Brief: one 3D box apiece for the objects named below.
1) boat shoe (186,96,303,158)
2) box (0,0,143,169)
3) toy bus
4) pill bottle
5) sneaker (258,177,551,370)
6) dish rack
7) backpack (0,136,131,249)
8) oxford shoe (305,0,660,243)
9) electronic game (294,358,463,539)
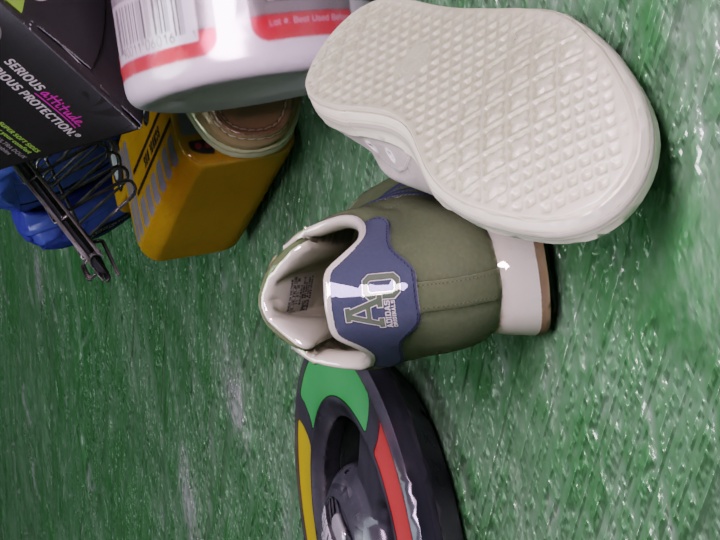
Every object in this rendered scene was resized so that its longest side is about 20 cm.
[{"bbox_3d":[-0.064,-0.155,1.021,0.066,0.073,0.202,150,110,-79],"label":"boat shoe"},{"bbox_3d":[-0.205,-0.130,0.971,0.124,0.198,0.150,43,-138,-50],"label":"box"},{"bbox_3d":[-0.089,-0.062,1.177,0.200,0.064,0.079,128,130,-68],"label":"toy bus"},{"bbox_3d":[-0.059,-0.175,0.922,0.114,0.113,0.202,166,96,-74],"label":"pill bottle"},{"bbox_3d":[0.000,0.000,0.849,0.200,0.089,0.068,-169,70,-74],"label":"sneaker"},{"bbox_3d":[-0.173,-0.088,1.123,0.154,0.054,0.200,53,-179,-36],"label":"dish rack"},{"bbox_3d":[-0.187,-0.104,1.334,0.168,0.162,0.200,54,169,-4],"label":"backpack"},{"bbox_3d":[0.047,-0.048,0.736,0.058,0.075,0.200,43,173,-29],"label":"oxford shoe"},{"bbox_3d":[0.005,0.127,0.989,0.200,0.041,0.202,172,90,-74],"label":"electronic game"}]
